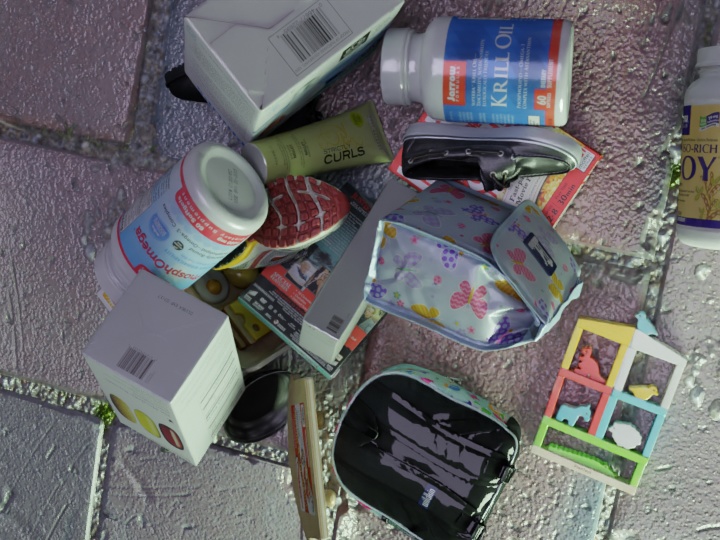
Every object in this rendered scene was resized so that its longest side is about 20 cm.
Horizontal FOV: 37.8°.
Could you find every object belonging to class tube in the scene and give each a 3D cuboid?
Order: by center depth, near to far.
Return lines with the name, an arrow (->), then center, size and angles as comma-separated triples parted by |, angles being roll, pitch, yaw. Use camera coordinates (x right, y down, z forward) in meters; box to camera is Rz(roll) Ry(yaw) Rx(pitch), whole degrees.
tube -> -0.045, -0.143, 1.206 | 0.052, 0.199, 0.059 | 34, 130, 37

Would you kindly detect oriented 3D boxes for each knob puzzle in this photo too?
knob puzzle -> -0.059, 0.221, 1.249 | 0.030, 0.220, 0.223 | -5, 95, -13

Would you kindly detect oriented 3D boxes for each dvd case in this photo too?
dvd case -> -0.025, 0.009, 1.233 | 0.146, 0.022, 0.200 | 38, 70, 8

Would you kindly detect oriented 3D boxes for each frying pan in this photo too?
frying pan -> -0.152, 0.186, 1.291 | 0.189, 0.116, 0.031 | -33, 51, -13

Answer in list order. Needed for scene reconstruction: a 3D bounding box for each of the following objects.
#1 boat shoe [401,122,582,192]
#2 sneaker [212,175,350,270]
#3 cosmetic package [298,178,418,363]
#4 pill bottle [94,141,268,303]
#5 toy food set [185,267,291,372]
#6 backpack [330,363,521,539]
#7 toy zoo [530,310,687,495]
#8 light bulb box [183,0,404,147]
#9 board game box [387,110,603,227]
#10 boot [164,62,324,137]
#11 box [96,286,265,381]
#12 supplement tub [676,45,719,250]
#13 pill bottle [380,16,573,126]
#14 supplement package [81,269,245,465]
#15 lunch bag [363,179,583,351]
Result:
boat shoe -> 0.137, -0.116, 1.141 | 0.197, 0.070, 0.067 | 9, 69, 12
sneaker -> -0.089, -0.051, 1.171 | 0.198, 0.082, 0.079 | -15, 75, 37
cosmetic package -> 0.000, 0.000, 1.185 | 0.050, 0.083, 0.201 | 28, 67, 7
pill bottle -> -0.199, -0.041, 1.136 | 0.199, 0.108, 0.109 | -37, 85, 32
toy food set -> -0.136, 0.010, 1.257 | 0.201, 0.143, 0.060 | 51, 137, 6
backpack -> 0.071, 0.205, 1.216 | 0.198, 0.151, 0.179 | 26, 97, 4
toy zoo -> 0.289, 0.141, 1.211 | 0.130, 0.020, 0.202 | 20, 101, 14
light bulb box -> -0.079, -0.251, 1.135 | 0.198, 0.200, 0.125 | -39, 92, -10
board game box -> 0.154, -0.124, 1.210 | 0.199, 0.046, 0.152 | 35, 104, 11
boot -> -0.135, -0.184, 1.279 | 0.196, 0.073, 0.165 | -11, 92, 14
box -> -0.212, 0.064, 1.305 | 0.101, 0.112, 0.201 | -41, 84, 22
supplement tub -> 0.404, -0.125, 1.083 | 0.143, 0.145, 0.203 | 3, 97, 16
pill bottle -> 0.125, -0.214, 1.127 | 0.197, 0.112, 0.114 | 4, 97, 13
supplement package -> -0.204, 0.110, 1.132 | 0.113, 0.201, 0.110 | 26, 65, 14
lunch bag -> 0.130, -0.007, 1.118 | 0.198, 0.169, 0.128 | 25, 119, 19
